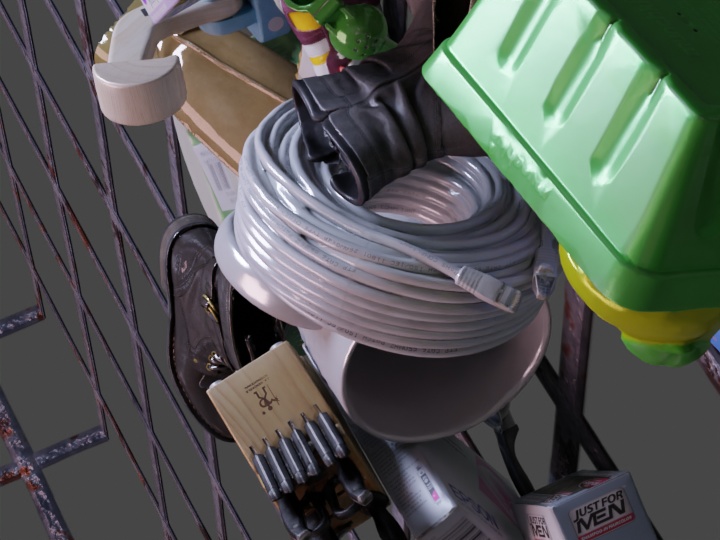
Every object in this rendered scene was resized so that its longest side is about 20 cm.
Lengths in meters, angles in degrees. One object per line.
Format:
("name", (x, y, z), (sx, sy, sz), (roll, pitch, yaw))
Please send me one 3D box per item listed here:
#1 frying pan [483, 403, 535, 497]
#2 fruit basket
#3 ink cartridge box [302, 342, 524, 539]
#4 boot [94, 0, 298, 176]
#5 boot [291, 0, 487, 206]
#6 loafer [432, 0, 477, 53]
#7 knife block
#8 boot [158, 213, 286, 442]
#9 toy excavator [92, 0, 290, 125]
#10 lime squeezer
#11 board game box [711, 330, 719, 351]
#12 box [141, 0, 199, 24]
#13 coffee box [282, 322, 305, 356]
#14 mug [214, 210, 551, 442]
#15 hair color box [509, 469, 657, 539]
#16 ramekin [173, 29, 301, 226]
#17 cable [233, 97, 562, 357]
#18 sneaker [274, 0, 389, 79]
("frying pan", (0.091, 0.091, 1.790), (0.190, 0.031, 0.115), (54, 171, 3))
("fruit basket", (0.131, -0.036, 1.215), (0.216, 0.155, 0.216), (10, 102, 59))
("ink cartridge box", (0.061, 0.144, 1.752), (0.196, 0.043, 0.200), (41, -167, -46))
("boot", (-0.069, -0.155, 1.861), (0.200, 0.175, 0.066), (34, 174, 19))
("boot", (0.018, -0.121, 1.493), (0.200, 0.132, 0.070), (-116, 11, -55))
("loafer", (0.059, -0.184, 1.371), (0.075, 0.070, 0.200), (-150, 48, -67))
("knife block", (-0.024, 0.139, 1.665), (0.176, 0.064, 0.200), (58, 180, 12))
("boot", (-0.091, 0.059, 1.845), (0.174, 0.069, 0.200), (-139, 32, -63))
("toy excavator", (-0.110, -0.189, 1.749), (0.194, 0.200, 0.100), (54, 162, 44))
("lime squeezer", (-0.015, -0.171, 1.581), (0.200, 0.071, 0.038), (40, 125, -10))
("board game box", (0.149, -0.048, 1.385), (0.200, 0.019, 0.103), (51, 157, 47))
("box", (-0.098, -0.178, 1.465), (0.039, 0.041, 0.200), (61, 168, -4))
("coffee box", (-0.012, 0.007, 1.860), (0.044, 0.123, 0.200), (63, 167, 12))
("mug", (0.000, 0.000, 1.658), (0.175, 0.200, 0.148), (58, 134, 44))
("hair color box", (0.172, 0.231, 1.652), (0.200, 0.061, 0.099), (67, 167, -2))
("ramekin", (-0.067, -0.084, 1.963), (0.200, 0.098, 0.200), (59, 164, 28))
("cable", (0.025, -0.033, 1.504), (0.200, 0.200, 0.069), (-65, -9, -55))
("sneaker", (-0.002, -0.147, 1.706), (0.090, 0.075, 0.200), (48, 165, 31))
